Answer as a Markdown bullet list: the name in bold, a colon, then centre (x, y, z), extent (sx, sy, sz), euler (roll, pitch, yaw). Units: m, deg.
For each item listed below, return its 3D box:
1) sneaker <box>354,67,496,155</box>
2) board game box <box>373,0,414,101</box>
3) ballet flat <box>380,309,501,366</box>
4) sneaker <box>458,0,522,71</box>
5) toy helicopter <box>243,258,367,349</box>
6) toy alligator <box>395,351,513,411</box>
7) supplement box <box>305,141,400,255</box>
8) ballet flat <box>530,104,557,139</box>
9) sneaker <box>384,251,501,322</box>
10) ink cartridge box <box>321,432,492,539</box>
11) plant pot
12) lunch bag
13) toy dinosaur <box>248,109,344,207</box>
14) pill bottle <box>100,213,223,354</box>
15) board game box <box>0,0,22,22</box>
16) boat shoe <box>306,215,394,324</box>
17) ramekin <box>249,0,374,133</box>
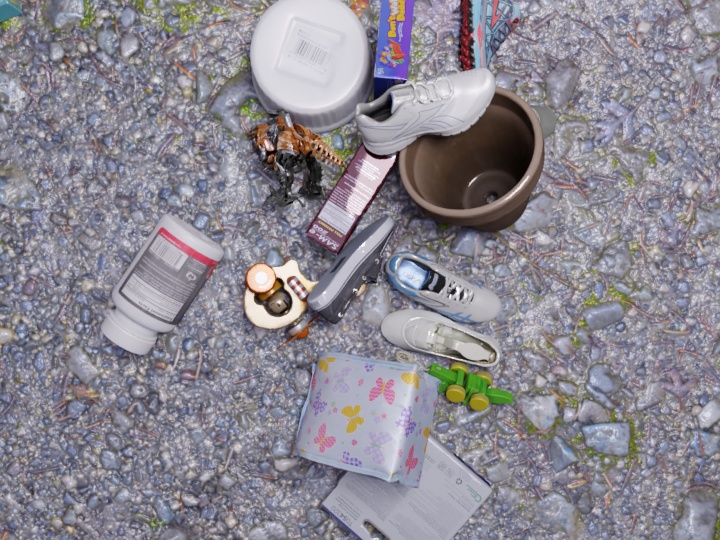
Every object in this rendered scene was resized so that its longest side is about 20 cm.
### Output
- **sneaker**: centre (0.084, -0.219, 0.859), extent (0.199, 0.087, 0.075), euler (-22, 67, 16)
- **board game box**: centre (0.047, -0.319, 0.934), extent (0.044, 0.200, 0.136), euler (6, 91, 1)
- **ballet flat**: centre (0.131, 0.108, 1.011), extent (0.199, 0.069, 0.070), euler (16, 91, -1)
- **sneaker**: centre (0.207, -0.385, 0.995), extent (0.095, 0.079, 0.202), euler (2, 91, -3)
- **toy helicopter**: centre (-0.083, 0.045, 1.007), extent (0.199, 0.079, 0.133), euler (-12, 85, -13)
- **toy alligator**: centre (0.143, 0.182, 1.022), extent (0.199, 0.059, 0.054), euler (20, 132, 0)
- **supplement box**: centre (-0.006, -0.122, 0.984), extent (0.061, 0.109, 0.201), euler (33, 92, -2)
- **ballet flat**: centre (0.217, -0.223, 1.006), extent (0.198, 0.064, 0.068), euler (-8, 90, -1)
- **sneaker**: centre (0.130, 0.030, 1.007), extent (0.199, 0.072, 0.072), euler (23, 89, -2)
- **ink cartridge box**: centre (0.073, 0.357, 1.028), extent (0.196, 0.043, 0.200), euler (41, 93, 0)
- **plant pot**: centre (0.178, -0.140, 0.938), extent (0.199, 0.175, 0.202), euler (-8, 70, 23)
- **lunch bag**: centre (0.003, 0.218, 0.967), extent (0.199, 0.127, 0.171), euler (4, 71, 30)
- **toy dinosaur**: centre (-0.104, -0.169, 0.958), extent (0.101, 0.200, 0.137), euler (-12, 114, -20)
- **pill bottle**: centre (-0.307, 0.024, 0.983), extent (0.110, 0.111, 0.201), euler (34, 91, -1)
- **board game box**: centre (-0.659, -0.441, 1.001), extent (0.199, 0.047, 0.152), euler (-23, 92, 0)
- **boat shoe**: centre (0.000, 0.000, 0.986), extent (0.066, 0.070, 0.200), euler (49, 58, -18)
- **ramekin**: centre (-0.075, -0.320, 0.984), extent (0.199, 0.098, 0.202), euler (0, 91, 0)
